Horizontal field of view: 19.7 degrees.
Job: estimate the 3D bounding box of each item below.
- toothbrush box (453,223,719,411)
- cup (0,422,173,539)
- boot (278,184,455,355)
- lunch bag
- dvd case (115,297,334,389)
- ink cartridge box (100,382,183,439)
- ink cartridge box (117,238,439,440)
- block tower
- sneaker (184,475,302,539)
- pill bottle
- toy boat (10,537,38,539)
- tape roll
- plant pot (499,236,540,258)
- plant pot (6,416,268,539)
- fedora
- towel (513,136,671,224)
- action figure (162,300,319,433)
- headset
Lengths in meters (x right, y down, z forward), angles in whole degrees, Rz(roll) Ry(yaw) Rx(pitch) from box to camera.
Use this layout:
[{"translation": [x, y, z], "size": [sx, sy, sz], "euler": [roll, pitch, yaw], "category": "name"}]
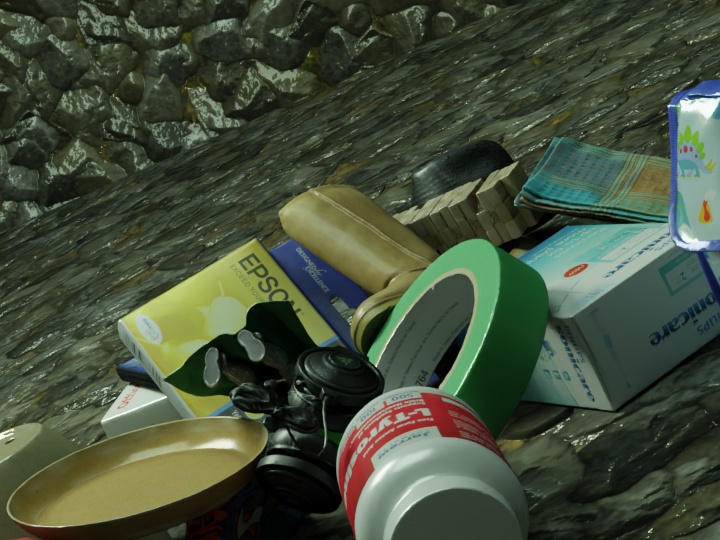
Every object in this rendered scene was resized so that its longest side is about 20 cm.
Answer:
[{"translation": [0.179, 0.033, 1.621], "size": [0.146, 0.085, 0.200], "euler": [-32, 15, -22], "category": "toothbrush box"}, {"translation": [-0.271, 0.210, 1.677], "size": [0.200, 0.143, 0.200], "euler": [-25, 13, 6], "category": "cup"}, {"translation": [0.000, 0.000, 1.749], "size": [0.175, 0.066, 0.200], "euler": [-5, 33, -47], "category": "boot"}, {"translation": [0.306, -0.042, 1.407], "size": [0.127, 0.200, 0.170], "euler": [-33, 15, -28], "category": "lunch bag"}, {"translation": [-0.116, 0.052, 1.894], "size": [0.200, 0.018, 0.143], "euler": [-31, 13, -21], "category": "dvd case"}, {"translation": [-0.118, 0.113, 1.889], "size": [0.200, 0.084, 0.146], "euler": [-21, 14, 18], "category": "ink cartridge box"}, {"translation": [-0.069, 0.069, 1.761], "size": [0.200, 0.198, 0.047], "euler": [-34, -27, -16], "category": "ink cartridge box"}, {"translation": [0.066, -0.032, 1.884], "size": [0.200, 0.058, 0.054], "euler": [-25, 13, 28], "category": "block tower"}, {"translation": [-0.109, 0.198, 1.550], "size": [0.075, 0.079, 0.200], "euler": [-23, 13, 19], "category": "sneaker"}, {"translation": [0.048, 0.152, 1.347], "size": [0.112, 0.112, 0.200], "euler": [-27, 13, -1], "category": "pill bottle"}, {"translation": [-0.241, 0.250, 1.513], "size": [0.200, 0.131, 0.131], "euler": [-13, 9, 44], "category": "toy boat"}, {"translation": [0.062, 0.074, 1.550], "size": [0.200, 0.048, 0.201], "euler": [-50, 20, 26], "category": "tape roll"}, {"translation": [0.078, 0.021, 1.871], "size": [0.200, 0.028, 0.200], "euler": [-29, 12, 7], "category": "plant pot"}, {"translation": [-0.161, 0.158, 1.531], "size": [0.200, 0.028, 0.200], "euler": [-15, 13, 4], "category": "plant pot"}, {"translation": [0.103, -0.070, 2.025], "size": [0.200, 0.092, 0.201], "euler": [-22, -9, -4], "category": "fedora"}, {"translation": [0.250, -0.073, 1.832], "size": [0.200, 0.022, 0.147], "euler": [11, 27, 16], "category": "towel"}, {"translation": [-0.050, 0.094, 1.621], "size": [0.118, 0.055, 0.200], "euler": [-29, -31, 18], "category": "action figure"}, {"translation": [-0.042, 0.109, 1.487], "size": [0.200, 0.094, 0.124], "euler": [64, -134, -84], "category": "headset"}]
